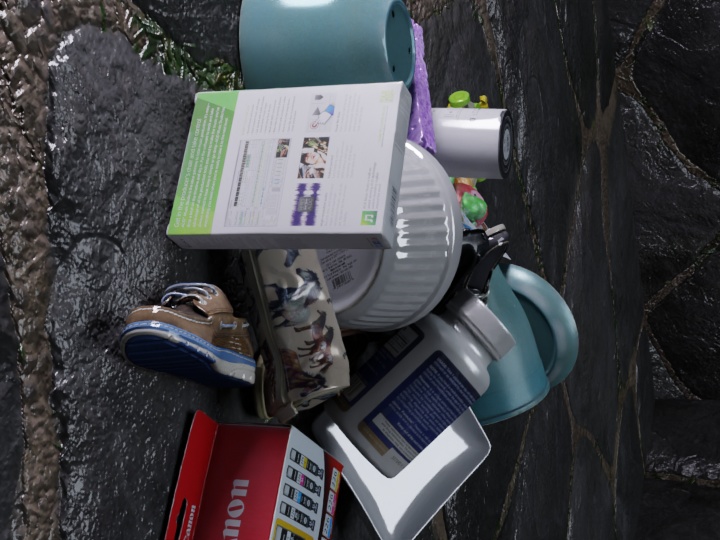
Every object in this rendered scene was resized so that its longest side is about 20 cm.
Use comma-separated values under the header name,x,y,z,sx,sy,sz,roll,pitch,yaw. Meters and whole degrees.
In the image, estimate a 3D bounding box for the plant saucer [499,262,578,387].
name,x,y,z,sx,sy,sz,roll,pitch,yaw
plant saucer,0.203,0.086,1.527,0.027,0.199,0.201,-39,126,-47

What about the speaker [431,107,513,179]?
name,x,y,z,sx,sy,sz,roll,pitch,yaw
speaker,0.072,-0.149,1.280,0.081,0.199,0.082,3,90,-71

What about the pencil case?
name,x,y,z,sx,sy,sz,roll,pitch,yaw
pencil case,-0.069,0.035,1.018,0.089,0.078,0.201,-8,79,-44

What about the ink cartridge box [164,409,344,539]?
name,x,y,z,sx,sy,sz,roll,pitch,yaw
ink cartridge box,-0.098,0.246,0.998,0.176,0.083,0.201,49,45,-57

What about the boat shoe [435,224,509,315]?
name,x,y,z,sx,sy,sz,roll,pitch,yaw
boat shoe,0.130,0.024,1.269,0.072,0.063,0.200,-20,154,-34

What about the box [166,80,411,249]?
name,x,y,z,sx,sy,sz,roll,pitch,yaw
box,-0.061,-0.089,0.952,0.036,0.199,0.145,54,41,-61

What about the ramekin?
name,x,y,z,sx,sy,sz,roll,pitch,yaw
ramekin,-0.009,-0.037,1.089,0.105,0.199,0.202,-4,93,-54

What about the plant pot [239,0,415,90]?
name,x,y,z,sx,sy,sz,roll,pitch,yaw
plant pot,-0.020,-0.228,1.144,0.200,0.134,0.202,-2,90,-68

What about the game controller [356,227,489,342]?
name,x,y,z,sx,sy,sz,roll,pitch,yaw
game controller,0.062,0.019,1.201,0.104,0.200,0.042,-6,62,-28

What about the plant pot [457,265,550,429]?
name,x,y,z,sx,sy,sz,roll,pitch,yaw
plant pot,0.129,0.082,1.439,0.200,0.199,0.189,-38,116,-63

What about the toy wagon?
name,x,y,z,sx,sy,sz,roll,pitch,yaw
toy wagon,0.162,-0.199,1.712,0.201,0.039,0.156,-69,149,-44

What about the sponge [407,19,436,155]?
name,x,y,z,sx,sy,sz,roll,pitch,yaw
sponge,0.025,-0.182,1.221,0.030,0.111,0.201,34,39,-38

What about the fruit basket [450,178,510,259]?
name,x,y,z,sx,sy,sz,roll,pitch,yaw
fruit basket,0.124,-0.109,1.443,0.200,0.094,0.185,52,13,21

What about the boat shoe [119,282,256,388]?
name,x,y,z,sx,sy,sz,roll,pitch,yaw
boat shoe,-0.144,0.049,0.927,0.200,0.072,0.073,50,38,-71

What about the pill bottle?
name,x,y,z,sx,sy,sz,roll,pitch,yaw
pill bottle,0.067,0.117,1.183,0.200,0.111,0.111,-43,146,-2

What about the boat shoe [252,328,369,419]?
name,x,y,z,sx,sy,sz,roll,pitch,yaw
boat shoe,-0.046,0.099,1.145,0.200,0.071,0.073,-28,115,-65

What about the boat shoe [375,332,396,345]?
name,x,y,z,sx,sy,sz,roll,pitch,yaw
boat shoe,0.000,0.000,1.294,0.073,0.062,0.201,-37,121,-45

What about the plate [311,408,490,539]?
name,x,y,z,sx,sy,sz,roll,pitch,yaw
plate,0.047,0.195,1.294,0.199,0.032,0.201,-42,111,-32
